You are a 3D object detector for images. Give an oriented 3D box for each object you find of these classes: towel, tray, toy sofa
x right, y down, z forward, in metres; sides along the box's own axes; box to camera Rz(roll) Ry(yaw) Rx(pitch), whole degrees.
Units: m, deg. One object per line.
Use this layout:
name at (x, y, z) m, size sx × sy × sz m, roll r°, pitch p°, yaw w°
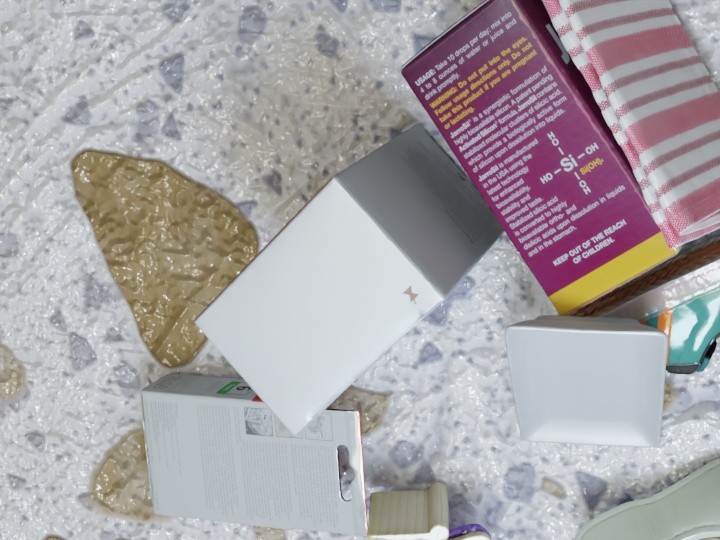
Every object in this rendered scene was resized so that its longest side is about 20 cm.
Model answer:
towel at (0.186, -0.117, 0.884) m, size 0.030 × 0.146 × 0.202 m, roll -31°, pitch 83°, yaw 37°
tray at (0.160, 0.078, 0.960) m, size 0.106 × 0.201 × 0.022 m, roll 3°, pitch 62°, yaw 12°
toy sofa at (0.059, 0.278, 1.085) m, size 0.096 × 0.083 × 0.203 m, roll -4°, pitch 104°, yaw 4°

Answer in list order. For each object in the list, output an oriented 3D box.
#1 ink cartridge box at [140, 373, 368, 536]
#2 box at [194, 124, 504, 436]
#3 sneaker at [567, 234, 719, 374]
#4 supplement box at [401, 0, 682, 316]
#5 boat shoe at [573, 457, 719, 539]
ink cartridge box at (-0.080, 0.148, 1.109) m, size 0.197 × 0.050 × 0.111 m, roll 2°, pitch 105°, yaw 23°
box at (0.000, 0.000, 0.965) m, size 0.107 × 0.200 × 0.152 m, roll 47°, pitch 113°, yaw 1°
sneaker at (0.207, 0.048, 0.977) m, size 0.199 × 0.071 × 0.080 m, roll -27°, pitch 100°, yaw 29°
supplement box at (0.139, -0.094, 0.921) m, size 0.103 × 0.131 × 0.201 m, roll -32°, pitch 94°, yaw 35°
boat shoe at (0.257, 0.191, 1.003) m, size 0.200 × 0.073 × 0.061 m, roll -24°, pitch 125°, yaw 13°
